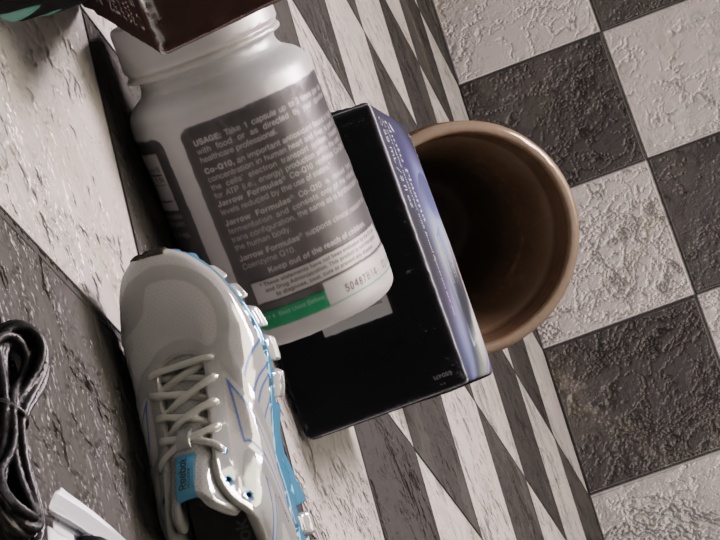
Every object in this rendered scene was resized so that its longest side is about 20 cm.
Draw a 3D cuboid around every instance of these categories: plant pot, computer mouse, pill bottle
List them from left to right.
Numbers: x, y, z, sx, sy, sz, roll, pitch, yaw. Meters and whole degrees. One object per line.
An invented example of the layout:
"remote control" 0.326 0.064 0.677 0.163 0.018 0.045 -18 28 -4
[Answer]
"computer mouse" -0.102 0.122 0.948 0.110 0.044 0.200 -100 167 -56
"pill bottle" -0.066 -0.063 1.397 0.113 0.113 0.201 -76 146 -76
"plant pot" 0.070 -0.034 2.068 0.175 0.200 0.201 -153 -139 -76

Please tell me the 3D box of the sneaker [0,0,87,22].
"sneaker" -0.176 -0.203 1.122 0.200 0.078 0.140 40 32 -75

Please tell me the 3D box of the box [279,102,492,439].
"box" 0.000 0.000 1.662 0.198 0.123 0.201 4 67 -83

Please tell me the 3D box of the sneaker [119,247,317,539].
"sneaker" -0.072 0.084 1.155 0.087 0.075 0.201 -3 73 -76

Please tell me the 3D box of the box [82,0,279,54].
"box" -0.089 -0.233 1.280 0.166 0.164 0.200 66 -12 -19
